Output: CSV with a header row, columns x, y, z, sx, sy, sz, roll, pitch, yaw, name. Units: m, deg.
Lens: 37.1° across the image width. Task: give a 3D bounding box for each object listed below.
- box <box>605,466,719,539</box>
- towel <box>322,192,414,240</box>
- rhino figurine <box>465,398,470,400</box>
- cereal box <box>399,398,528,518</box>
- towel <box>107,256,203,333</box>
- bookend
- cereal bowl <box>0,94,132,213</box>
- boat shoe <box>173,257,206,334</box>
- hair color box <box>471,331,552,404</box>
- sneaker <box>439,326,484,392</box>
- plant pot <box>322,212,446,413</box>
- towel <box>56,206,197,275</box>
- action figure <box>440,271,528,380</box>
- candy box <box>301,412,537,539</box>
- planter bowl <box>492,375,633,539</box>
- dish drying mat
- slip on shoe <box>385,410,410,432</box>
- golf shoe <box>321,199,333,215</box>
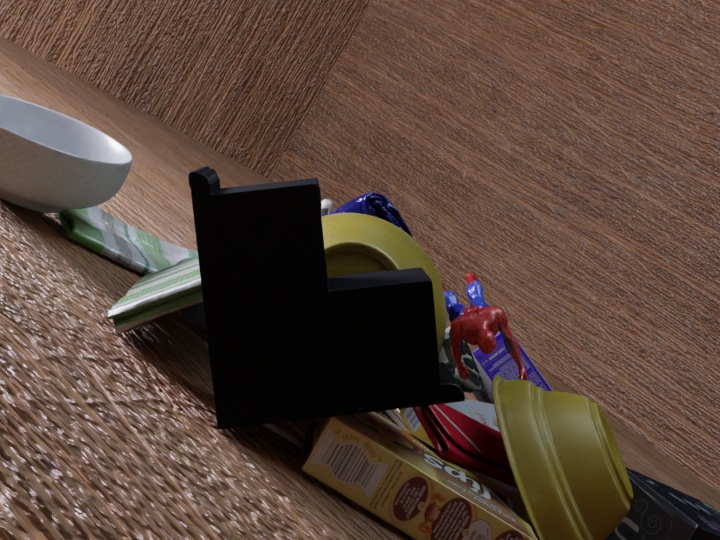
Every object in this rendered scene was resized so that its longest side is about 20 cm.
x,y,z,sx,sy,sz,roll,pitch,yaw,name
0.311,0.292,1.068,0.199,0.123,0.106,28,6,-41,box
0.000,0.000,1.177,0.199,0.049,0.149,-20,-81,56,towel
0.142,0.202,1.281,0.087,0.060,0.200,33,5,-40,rhino figurine
0.149,0.198,1.134,0.198,0.040,0.144,14,28,-39,cereal box
-0.152,0.008,1.004,0.200,0.150,0.024,-116,-175,-81,towel
-0.027,0.009,0.863,0.195,0.204,0.092,-7,8,-2,bookend
-0.350,-0.119,1.149,0.197,0.084,0.200,23,11,-5,cereal bowl
-0.115,0.060,1.117,0.198,0.071,0.070,29,-23,12,boat shoe
0.206,0.178,1.319,0.201,0.064,0.109,57,-13,10,hair color box
0.071,0.108,1.190,0.199,0.088,0.078,21,47,-60,sneaker
-0.011,0.034,0.997,0.198,0.202,0.142,32,-7,3,plant pot
-0.256,-0.028,1.239,0.199,0.031,0.149,29,5,-32,towel
0.122,0.070,1.102,0.200,0.064,0.100,-99,172,-80,action figure
0.048,0.182,0.905,0.198,0.056,0.115,32,5,-3,candy box
0.196,0.178,0.981,0.200,0.082,0.203,-22,91,-77,planter bowl
0.117,0.166,1.014,0.199,0.018,0.077,31,19,-48,dish drying mat
0.092,0.175,1.221,0.074,0.062,0.200,30,7,-43,slip on shoe
0.006,-0.004,1.316,0.199,0.089,0.077,34,5,2,golf shoe
